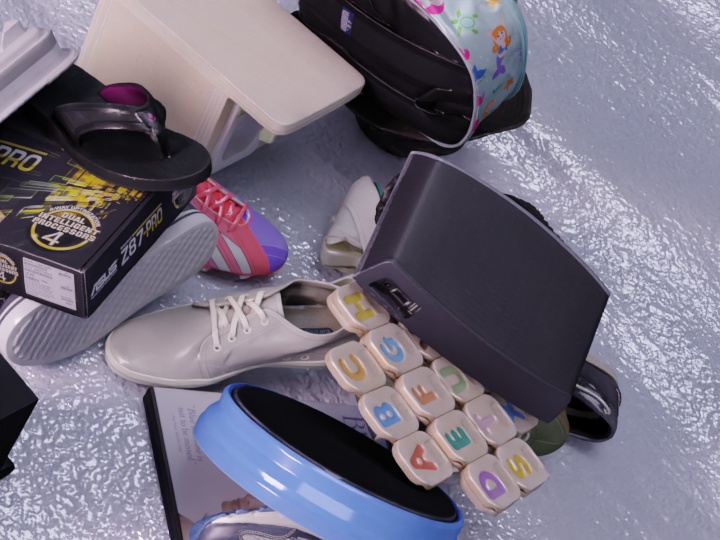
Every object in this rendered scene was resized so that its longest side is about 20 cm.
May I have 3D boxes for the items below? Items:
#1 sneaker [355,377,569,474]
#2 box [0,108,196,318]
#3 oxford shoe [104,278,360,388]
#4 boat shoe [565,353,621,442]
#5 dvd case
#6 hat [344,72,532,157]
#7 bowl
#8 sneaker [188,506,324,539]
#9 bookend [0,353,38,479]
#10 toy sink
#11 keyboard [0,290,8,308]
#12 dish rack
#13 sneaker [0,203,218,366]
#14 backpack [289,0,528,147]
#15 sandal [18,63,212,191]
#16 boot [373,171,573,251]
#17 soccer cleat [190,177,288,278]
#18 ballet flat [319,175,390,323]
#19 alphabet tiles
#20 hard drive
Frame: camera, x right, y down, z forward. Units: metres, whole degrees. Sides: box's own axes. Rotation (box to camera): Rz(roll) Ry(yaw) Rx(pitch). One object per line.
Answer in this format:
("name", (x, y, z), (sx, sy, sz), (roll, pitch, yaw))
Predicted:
("sneaker", (0.080, 0.125, 1.351), (0.199, 0.067, 0.090), (22, 39, -25))
("box", (-0.239, -0.054, 1.246), (0.198, 0.049, 0.161), (17, 39, 18))
("oxford shoe", (-0.091, 0.042, 1.296), (0.198, 0.058, 0.076), (-5, 52, -10))
("boat shoe", (0.132, 0.085, 1.432), (0.199, 0.073, 0.063), (23, 38, -21))
("dvd case", (-0.055, 0.154, 1.276), (0.198, 0.018, 0.144), (8, 47, -30))
("hat", (0.054, -0.150, 1.600), (0.198, 0.081, 0.202), (8, 40, -7))
("bowl", (-0.018, 0.139, 1.189), (0.199, 0.040, 0.201), (29, 5, -3))
("sneaker", (-0.026, 0.218, 1.183), (0.199, 0.077, 0.086), (21, 63, -23))
("bookend", (-0.280, 0.076, 1.054), (0.092, 0.200, 0.198), (46, 42, 13))
("toy sink", (-0.118, -0.160, 1.466), (0.200, 0.112, 0.130), (40, 40, 13))
("keyboard", (-0.294, -0.051, 1.309), (0.126, 0.021, 0.201), (1, 51, -26))
("dish rack", (-0.314, -0.119, 1.241), (0.200, 0.170, 0.044), (-51, 128, -42))
("sneaker", (-0.201, -0.001, 1.281), (0.079, 0.079, 0.199), (37, 45, 24))
("backpack", (0.052, -0.210, 1.471), (0.150, 0.178, 0.200), (-38, 66, -23))
("sandal", (-0.185, -0.112, 1.243), (0.200, 0.048, 0.075), (31, 45, 34))
("boot", (0.078, -0.033, 1.446), (0.157, 0.080, 0.211), (17, 8, -21))
("soccer cleat", (-0.141, -0.061, 1.380), (0.199, 0.077, 0.067), (28, 40, -8))
("ballet flat", (0.000, 0.000, 1.436), (0.069, 0.070, 0.201), (9, 48, -28))
("alphabet tiles", (0.058, 0.086, 1.281), (0.201, 0.015, 0.195), (53, 30, 12))
("hard drive", (0.099, 0.010, 1.317), (0.199, 0.042, 0.136), (37, 60, -19))
